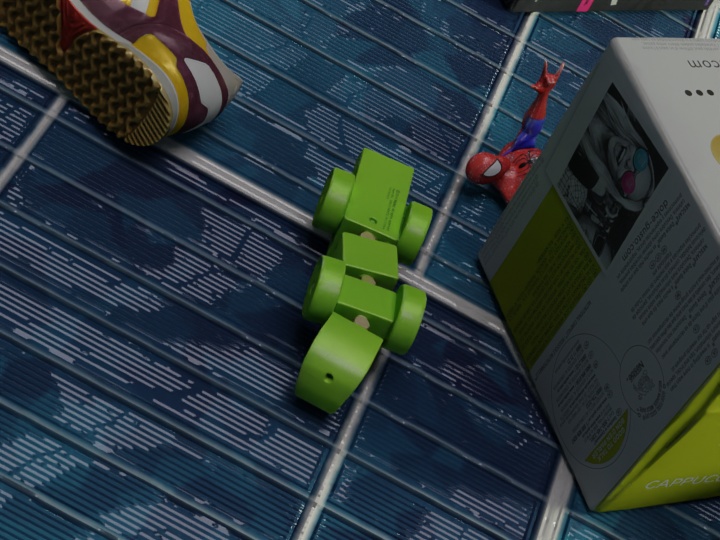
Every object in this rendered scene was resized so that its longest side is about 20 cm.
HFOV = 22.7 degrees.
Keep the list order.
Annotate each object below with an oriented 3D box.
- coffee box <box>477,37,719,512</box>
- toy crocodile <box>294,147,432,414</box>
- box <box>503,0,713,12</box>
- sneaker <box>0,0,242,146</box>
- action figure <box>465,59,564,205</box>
[{"bbox_3d":[0.221,0.003,1.063,0.198,0.200,0.199,-3,54,-29],"label":"coffee box"},{"bbox_3d":[0.000,0.000,1.058,0.067,0.062,0.201,19,41,-10],"label":"toy crocodile"},{"bbox_3d":[0.189,-0.274,1.353,0.199,0.106,0.123,-6,55,-32],"label":"box"},{"bbox_3d":[-0.160,-0.162,1.108,0.200,0.075,0.090,51,40,10],"label":"sneaker"},{"bbox_3d":[0.167,-0.077,1.182,0.198,0.099,0.066,1,50,-23],"label":"action figure"}]
